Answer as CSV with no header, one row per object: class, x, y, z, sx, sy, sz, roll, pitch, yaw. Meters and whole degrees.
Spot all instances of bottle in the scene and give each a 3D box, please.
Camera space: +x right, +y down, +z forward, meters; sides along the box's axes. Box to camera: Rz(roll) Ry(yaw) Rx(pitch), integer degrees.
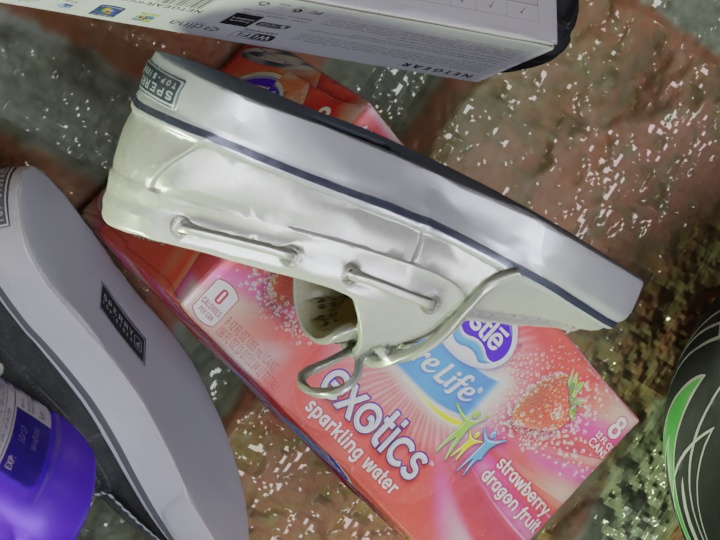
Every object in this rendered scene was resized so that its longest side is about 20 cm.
bottle,-0.184,0.037,0.851,0.200,0.084,0.065,35,103,-17

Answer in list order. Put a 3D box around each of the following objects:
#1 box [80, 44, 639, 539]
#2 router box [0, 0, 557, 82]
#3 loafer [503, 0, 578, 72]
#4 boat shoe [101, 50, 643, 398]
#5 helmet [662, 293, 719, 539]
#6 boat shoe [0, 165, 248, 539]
box,0.003,0.019,0.960,0.103,0.095,0.200,-46,126,-6
router box,-0.029,-0.166,0.831,0.199,0.049,0.180,7,75,-32
loafer,-0.004,-0.133,0.911,0.200,0.068,0.071,19,72,-30
boat shoe,0.001,0.001,0.847,0.201,0.075,0.086,21,98,-33
helmet,0.218,0.075,1.049,0.199,0.200,0.191,-24,82,-18
boat shoe,-0.103,0.042,0.937,0.056,0.069,0.200,-18,127,16
